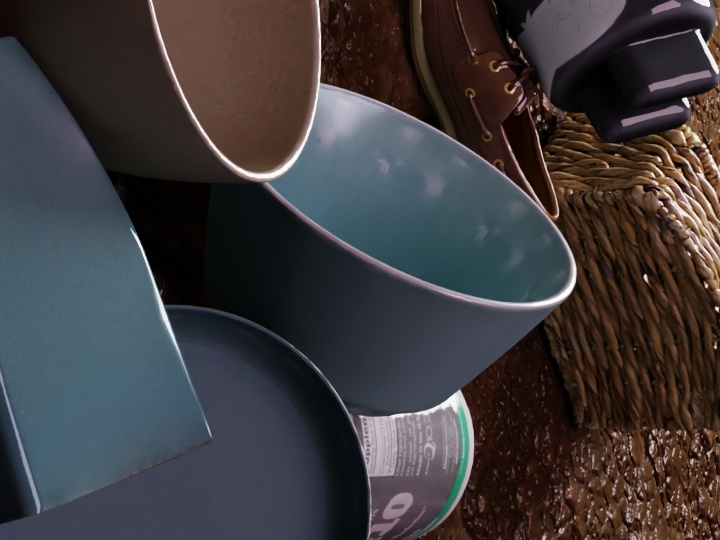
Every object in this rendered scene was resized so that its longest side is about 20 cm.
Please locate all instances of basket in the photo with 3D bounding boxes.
[{"bbox_3d":[0.205,-0.011,1.869,0.149,0.142,0.201,-53,131,-47],"label":"basket"}]

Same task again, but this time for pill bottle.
[{"bbox_3d":[-0.032,0.094,1.484,0.200,0.113,0.114,4,83,-59],"label":"pill bottle"}]

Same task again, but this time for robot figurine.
[{"bbox_3d":[0.150,-0.182,1.768,0.125,0.150,0.201,18,41,-62],"label":"robot figurine"}]

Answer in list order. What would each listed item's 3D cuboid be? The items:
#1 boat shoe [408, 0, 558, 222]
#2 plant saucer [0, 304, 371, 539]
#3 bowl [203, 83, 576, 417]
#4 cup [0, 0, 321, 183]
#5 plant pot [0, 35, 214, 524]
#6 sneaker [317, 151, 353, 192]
[{"bbox_3d":[0.081,-0.116,1.742,0.072,0.067,0.201,-34,116,-56],"label":"boat shoe"},{"bbox_3d":[-0.094,0.117,1.349,0.027,0.199,0.202,-171,-105,-77],"label":"plant saucer"},{"bbox_3d":[0.000,0.000,1.420,0.201,0.200,0.105,-18,140,-59],"label":"bowl"},{"bbox_3d":[-0.122,-0.130,1.309,0.200,0.142,0.202,-9,90,-68],"label":"cup"},{"bbox_3d":[-0.183,0.008,1.218,0.141,0.141,0.201,-20,94,-59],"label":"plant pot"},{"bbox_3d":[-0.037,-0.082,1.523,0.078,0.082,0.201,-52,130,-48],"label":"sneaker"}]
